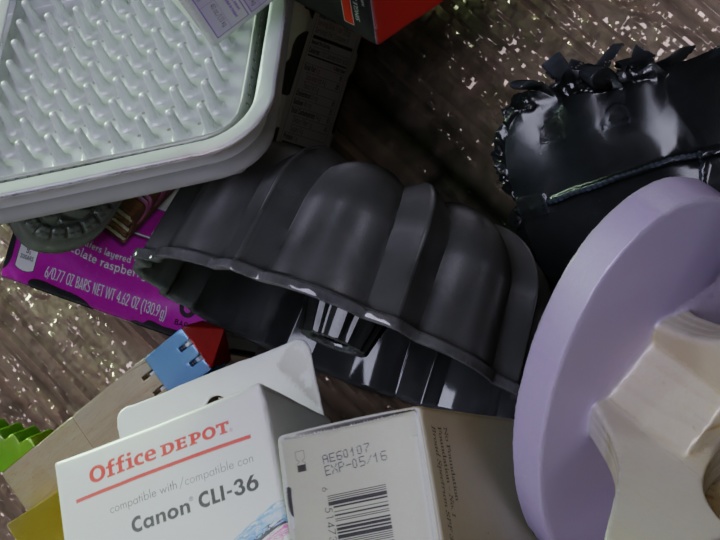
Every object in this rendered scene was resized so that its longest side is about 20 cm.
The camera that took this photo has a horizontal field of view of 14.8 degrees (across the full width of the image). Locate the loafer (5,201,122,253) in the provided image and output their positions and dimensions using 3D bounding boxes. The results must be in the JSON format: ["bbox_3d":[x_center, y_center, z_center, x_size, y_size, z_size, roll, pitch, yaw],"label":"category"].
[{"bbox_3d":[-0.155,-0.107,1.380,0.070,0.075,0.200,-11,77,61],"label":"loafer"}]

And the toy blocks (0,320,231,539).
[{"bbox_3d":[-0.075,0.118,1.353,0.137,0.100,0.200,-38,82,20],"label":"toy blocks"}]

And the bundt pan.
[{"bbox_3d":[0.000,0.000,1.276,0.202,0.202,0.076,16,79,27],"label":"bundt pan"}]

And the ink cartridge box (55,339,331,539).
[{"bbox_3d":[-0.067,0.130,1.240,0.116,0.067,0.200,-22,63,22],"label":"ink cartridge box"}]

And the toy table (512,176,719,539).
[{"bbox_3d":[0.150,0.072,1.160,0.184,0.200,0.117,-29,44,-21],"label":"toy table"}]

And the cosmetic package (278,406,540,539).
[{"bbox_3d":[0.045,0.121,1.237,0.073,0.200,0.104,-14,79,25],"label":"cosmetic package"}]

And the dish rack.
[{"bbox_3d":[-0.120,-0.085,1.261,0.200,0.044,0.172,-11,43,17],"label":"dish rack"}]

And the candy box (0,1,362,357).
[{"bbox_3d":[-0.088,-0.070,1.404,0.136,0.061,0.200,17,92,28],"label":"candy box"}]

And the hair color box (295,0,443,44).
[{"bbox_3d":[-0.046,-0.196,1.327,0.061,0.102,0.200,-36,47,-26],"label":"hair color box"}]

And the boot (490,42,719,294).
[{"bbox_3d":[0.152,-0.015,1.271,0.162,0.073,0.199,-14,91,34],"label":"boot"}]

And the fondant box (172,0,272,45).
[{"bbox_3d":[-0.032,-0.212,1.222,0.200,0.058,0.144,-39,51,-2],"label":"fondant box"}]
